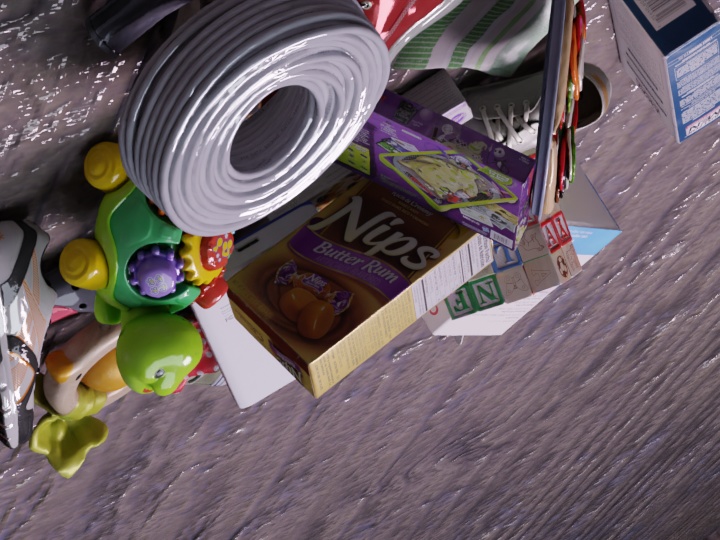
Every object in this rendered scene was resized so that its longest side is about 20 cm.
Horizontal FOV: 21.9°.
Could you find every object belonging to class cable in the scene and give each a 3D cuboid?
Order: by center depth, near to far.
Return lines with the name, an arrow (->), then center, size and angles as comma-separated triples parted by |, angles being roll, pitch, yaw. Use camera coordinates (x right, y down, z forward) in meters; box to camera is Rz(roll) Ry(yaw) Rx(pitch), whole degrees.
cable -> -0.071, -0.112, 1.278 | 0.199, 0.069, 0.201 | -28, 151, -28

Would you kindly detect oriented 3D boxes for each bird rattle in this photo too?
bird rattle -> -0.211, 0.086, 1.635 | 0.199, 0.113, 0.163 | -25, 160, -16

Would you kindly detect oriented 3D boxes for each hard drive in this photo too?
hard drive -> -0.077, 0.034, 1.651 | 0.131, 0.025, 0.201 | -30, 146, -9

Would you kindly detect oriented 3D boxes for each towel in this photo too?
towel -> 0.105, -0.214, 1.522 | 0.199, 0.023, 0.153 | -3, 144, -49

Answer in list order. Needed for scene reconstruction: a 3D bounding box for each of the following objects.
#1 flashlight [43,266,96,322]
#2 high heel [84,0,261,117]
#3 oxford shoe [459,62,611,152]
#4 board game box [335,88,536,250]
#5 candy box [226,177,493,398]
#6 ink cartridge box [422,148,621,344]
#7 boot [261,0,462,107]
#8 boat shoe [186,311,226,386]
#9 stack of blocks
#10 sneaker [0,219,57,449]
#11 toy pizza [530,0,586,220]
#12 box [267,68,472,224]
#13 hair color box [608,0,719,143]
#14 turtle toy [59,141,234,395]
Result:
flashlight -> -0.260, 0.037, 1.532 | 0.199, 0.068, 0.068 | -27, 161, -14
high heel -> -0.083, -0.173, 1.304 | 0.142, 0.072, 0.200 | -35, 152, 15
oxford shoe -> 0.128, -0.130, 1.632 | 0.198, 0.076, 0.058 | -21, -167, 1
board game box -> 0.044, -0.093, 1.491 | 0.032, 0.199, 0.120 | -59, 167, -17
candy box -> 0.000, 0.000, 1.552 | 0.199, 0.117, 0.057 | -37, 147, -19
ink cartridge box -> 0.121, -0.030, 1.796 | 0.200, 0.129, 0.125 | -43, 155, 27
boot -> -0.015, -0.189, 1.356 | 0.200, 0.072, 0.144 | -45, 156, 6
boat shoe -> -0.134, 0.061, 1.742 | 0.062, 0.072, 0.200 | -14, 155, -22
stack of blocks -> 0.087, -0.019, 1.695 | 0.199, 0.116, 0.058 | -19, -176, 29
sneaker -> -0.269, 0.051, 1.458 | 0.080, 0.074, 0.201 | -22, 129, -32
toy pizza -> 0.162, -0.140, 1.499 | 0.031, 0.202, 0.201 | 6, 156, 4
box -> 0.002, -0.101, 1.609 | 0.199, 0.042, 0.039 | -33, 157, 2
hair color box -> 0.276, -0.201, 1.665 | 0.060, 0.100, 0.200 | -32, 159, 1
turtle toy -> -0.153, -0.005, 1.444 | 0.145, 0.100, 0.202 | 15, 88, -62
